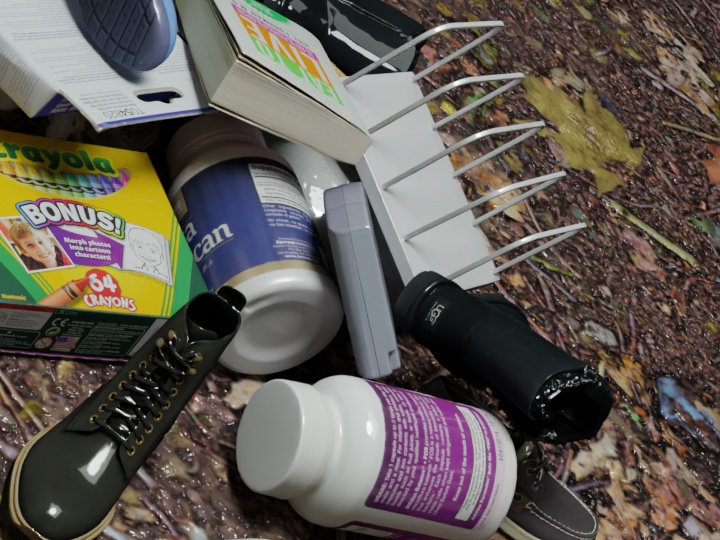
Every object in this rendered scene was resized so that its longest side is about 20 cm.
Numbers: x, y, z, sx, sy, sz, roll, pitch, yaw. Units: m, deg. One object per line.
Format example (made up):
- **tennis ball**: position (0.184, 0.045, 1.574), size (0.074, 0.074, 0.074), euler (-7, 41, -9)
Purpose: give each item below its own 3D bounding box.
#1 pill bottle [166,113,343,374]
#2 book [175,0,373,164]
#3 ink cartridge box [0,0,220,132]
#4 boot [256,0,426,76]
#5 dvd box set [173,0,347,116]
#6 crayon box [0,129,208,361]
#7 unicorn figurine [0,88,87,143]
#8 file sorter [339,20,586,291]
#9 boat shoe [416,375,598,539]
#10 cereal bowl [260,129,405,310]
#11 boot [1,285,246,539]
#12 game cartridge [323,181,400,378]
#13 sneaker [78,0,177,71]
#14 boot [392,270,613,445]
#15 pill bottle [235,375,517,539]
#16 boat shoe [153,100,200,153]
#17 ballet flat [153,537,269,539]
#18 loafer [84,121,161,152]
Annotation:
- **pill bottle**: position (-0.091, -0.027, 1.604), size (0.110, 0.111, 0.201), euler (14, 40, -37)
- **book**: position (-0.071, -0.162, 1.614), size (0.133, 0.048, 0.200), euler (27, 19, -27)
- **ink cartridge box**: position (-0.207, -0.165, 1.546), size (0.200, 0.041, 0.199), euler (44, 28, 20)
- **boot**: position (-0.016, -0.262, 1.993), size (0.167, 0.076, 0.201), euler (28, 41, -16)
- **dvd box set**: position (-0.092, -0.176, 1.715), size (0.146, 0.029, 0.199), euler (45, 23, 26)
- **crayon box**: position (-0.220, -0.019, 1.499), size (0.199, 0.058, 0.173), euler (7, 46, -42)
- **unicorn figurine**: position (-0.288, -0.143, 1.556), size (0.199, 0.074, 0.137), euler (36, 20, 2)
- **file sorter**: position (0.085, -0.093, 1.709), size (0.138, 0.124, 0.201), euler (-13, 79, -58)
- **boat shoe**: position (0.119, 0.159, 1.652), size (0.199, 0.065, 0.072), euler (37, 31, -7)
- **cereal bowl**: position (-0.012, -0.060, 1.761), size (0.199, 0.083, 0.201), euler (28, 35, -21)
- **boot**: position (-0.156, 0.092, 1.358), size (0.077, 0.138, 0.200), euler (38, 32, -6)
- **game cartridge**: position (0.000, 0.000, 1.589), size (0.200, 0.040, 0.135), euler (-96, 177, -82)
- **sneaker**: position (-0.174, -0.223, 1.554), size (0.082, 0.074, 0.201), euler (12, 35, -40)
- **boot**: position (0.131, 0.082, 1.618), size (0.168, 0.077, 0.200), euler (37, 4, 32)
- **pill bottle**: position (0.010, 0.139, 1.510), size (0.199, 0.112, 0.113), euler (17, 39, -37)
- **boat shoe**: position (-0.189, -0.190, 1.736), size (0.200, 0.070, 0.070), euler (48, 28, 13)
- **ballet flat**: position (-0.059, 0.219, 1.369), size (0.199, 0.068, 0.076), euler (20, 63, -29)
- **loafer**: position (-0.231, -0.173, 1.670), size (0.075, 0.068, 0.201), euler (-15, 69, -44)
